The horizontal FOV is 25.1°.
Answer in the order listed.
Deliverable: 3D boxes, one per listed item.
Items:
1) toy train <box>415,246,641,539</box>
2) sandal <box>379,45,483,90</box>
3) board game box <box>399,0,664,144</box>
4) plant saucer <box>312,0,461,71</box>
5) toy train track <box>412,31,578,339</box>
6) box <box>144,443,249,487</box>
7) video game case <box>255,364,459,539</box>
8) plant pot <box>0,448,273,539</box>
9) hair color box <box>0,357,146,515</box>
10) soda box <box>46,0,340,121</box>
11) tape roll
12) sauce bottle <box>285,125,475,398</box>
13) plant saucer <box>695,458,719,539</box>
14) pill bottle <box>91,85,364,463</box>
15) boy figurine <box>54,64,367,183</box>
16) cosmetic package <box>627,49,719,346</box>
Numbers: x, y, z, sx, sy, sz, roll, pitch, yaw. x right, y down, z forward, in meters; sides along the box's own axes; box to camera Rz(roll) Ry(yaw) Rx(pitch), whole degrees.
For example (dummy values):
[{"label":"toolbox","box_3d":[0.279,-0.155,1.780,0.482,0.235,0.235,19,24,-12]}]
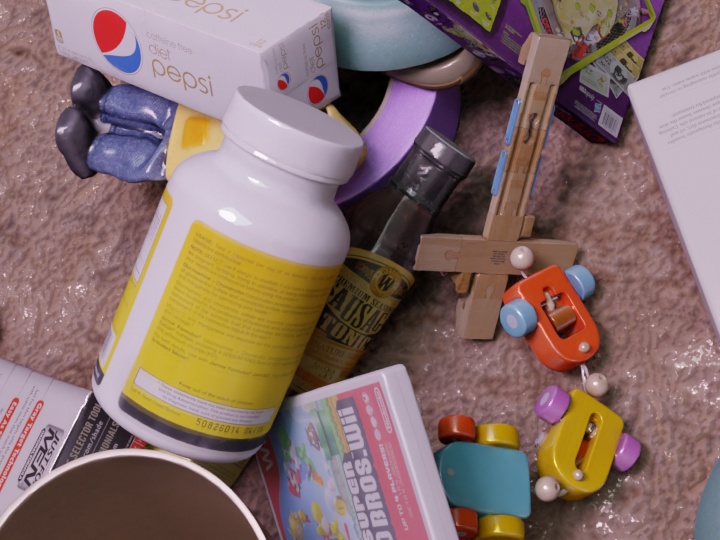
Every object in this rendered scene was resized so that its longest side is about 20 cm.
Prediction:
[{"label":"toy train","box_3d":[0.086,0.083,0.986,0.200,0.056,0.151,-31,84,-36]},{"label":"sandal","box_3d":[-0.013,-0.170,1.053,0.199,0.054,0.081,17,77,21]},{"label":"board game box","box_3d":[0.113,-0.176,1.017,0.032,0.200,0.121,12,75,50]},{"label":"plant saucer","box_3d":[0.010,-0.226,1.027,0.198,0.036,0.201,0,74,0]},{"label":"toy train track","box_3d":[0.090,-0.054,1.018,0.033,0.114,0.201,-132,50,-56]},{"label":"box","box_3d":[-0.137,0.154,1.044,0.050,0.075,0.201,31,84,25]},{"label":"video game case","box_3d":[-0.005,0.137,0.939,0.017,0.200,0.144,-16,86,-28]},{"label":"plant pot","box_3d":[-0.103,0.218,0.942,0.186,0.200,0.189,-5,70,15]},{"label":"hair color box","box_3d":[-0.230,0.113,1.047,0.199,0.061,0.102,13,73,47]},{"label":"soda box","box_3d":[-0.109,-0.151,1.021,0.199,0.064,0.068,24,46,34]},{"label":"tape roll","box_3d":[-0.034,-0.122,1.108,0.199,0.066,0.201,-6,70,16]},{"label":"sauce bottle","box_3d":[0.000,0.000,1.035,0.066,0.066,0.201,38,102,24]},{"label":"plant saucer","box_3d":[0.289,0.159,0.907,0.198,0.036,0.202,-1,84,9]},{"label":"pill bottle","box_3d":[-0.073,0.001,0.939,0.112,0.112,0.201,31,107,23]},{"label":"boy figurine","box_3d":[-0.095,-0.081,1.043,0.199,0.065,0.125,9,66,22]},{"label":"cosmetic package","box_3d":[0.245,-0.032,0.983,0.107,0.085,0.201,-19,69,11]}]
